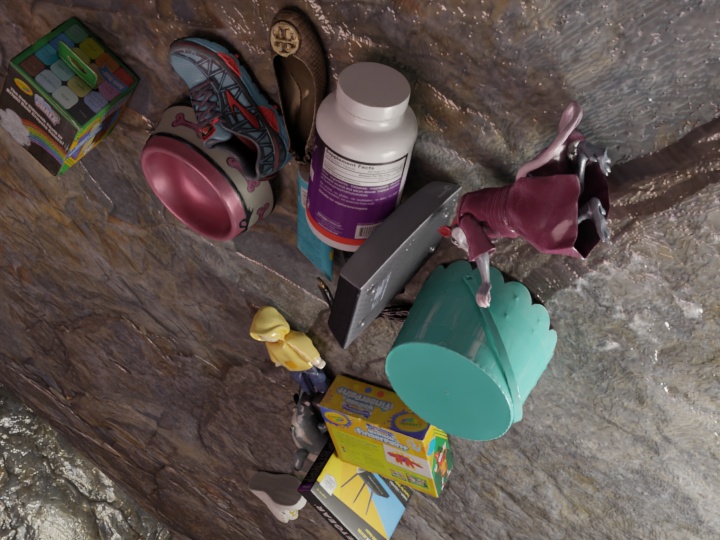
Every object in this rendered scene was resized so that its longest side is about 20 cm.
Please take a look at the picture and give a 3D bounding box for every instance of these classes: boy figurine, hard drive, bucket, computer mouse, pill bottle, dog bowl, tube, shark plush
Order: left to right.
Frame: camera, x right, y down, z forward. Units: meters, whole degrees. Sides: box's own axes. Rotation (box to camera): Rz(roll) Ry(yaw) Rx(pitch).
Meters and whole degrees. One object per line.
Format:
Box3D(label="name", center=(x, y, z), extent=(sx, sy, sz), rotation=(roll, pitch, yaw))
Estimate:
Box3D(label="dog bowl", center=(-0.215, -0.125, 1.100), extent=(0.198, 0.074, 0.201), rotation=(29, 151, 18))
Box3D(label="boy figurine", center=(-0.112, 0.143, 1.349), extent=(0.123, 0.065, 0.201), rotation=(2, 136, 42))
Box3D(label="shark plush", center=(-0.086, 0.286, 1.521), extent=(0.082, 0.091, 0.203), rotation=(0, 113, 14))
Box3D(label="tube", center=(-0.060, -0.066, 1.080), extent=(0.078, 0.050, 0.201), rotation=(49, 154, 26))
Box3D(label="computer mouse", center=(0.000, 0.000, 1.098), extent=(0.138, 0.047, 0.201), rotation=(2, 144, 22))
Box3D(label="pill bottle", center=(0.000, -0.124, 0.897), extent=(0.111, 0.113, 0.202), rotation=(26, 139, 13))
Box3D(label="hard drive", center=(0.037, -0.013, 0.926), extent=(0.042, 0.200, 0.136), rotation=(35, 145, 14))
Box3D(label="bucket", center=(0.138, 0.108, 1.030), extent=(0.205, 0.135, 0.209), rotation=(23, 143, 18))

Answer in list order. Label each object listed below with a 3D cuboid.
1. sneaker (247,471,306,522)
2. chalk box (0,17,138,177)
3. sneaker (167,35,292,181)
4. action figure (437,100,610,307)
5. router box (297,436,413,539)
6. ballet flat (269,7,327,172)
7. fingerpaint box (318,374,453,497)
Box3D(label="sneaker", center=(-0.162, 0.521, 1.822), extent=(0.199, 0.074, 0.116), rotation=(1, 134, 53))
Box3D(label="chalk box", center=(-0.398, -0.245, 1.098), extent=(0.125, 0.124, 0.199), rotation=(44, 143, -11))
Box3D(label="sneaker", center=(-0.165, -0.194, 0.979), extent=(0.200, 0.096, 0.079), rotation=(45, 143, -13))
Box3D(label="action figure", center=(0.154, -0.061, 0.827), extent=(0.198, 0.135, 0.150), rotation=(-8, 125, 41))
Box3D(label="router box", center=(-0.006, 0.409, 1.485), extent=(0.051, 0.150, 0.200), rotation=(-17, 120, 49))
Box3D(label="ballet flat", center=(-0.072, -0.199, 0.930), extent=(0.067, 0.046, 0.202), rotation=(19, 136, 26))
Box3D(label="fingerpaint box", center=(0.046, 0.277, 1.356), extent=(0.198, 0.074, 0.168), rotation=(13, 140, 29))
